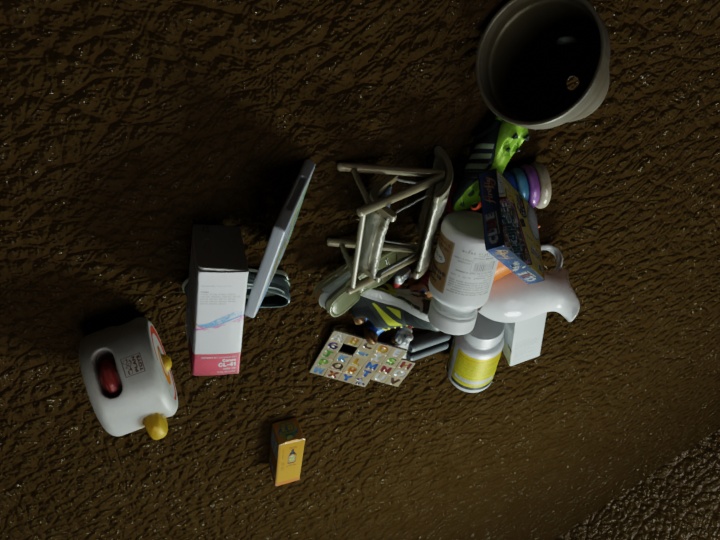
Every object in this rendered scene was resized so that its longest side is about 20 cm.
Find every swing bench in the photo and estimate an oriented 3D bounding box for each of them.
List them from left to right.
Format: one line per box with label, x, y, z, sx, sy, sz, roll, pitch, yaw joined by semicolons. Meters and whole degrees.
swing bench;0.059;-0.086;1.453;0.197;0.131;0.201;-10;140;-17

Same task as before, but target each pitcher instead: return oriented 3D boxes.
pitcher;0.331;0.022;1.731;0.196;0.174;0.122;1;149;-10

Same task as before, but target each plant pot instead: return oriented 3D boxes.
plant pot;0.298;-0.305;1.289;0.200;0.201;0.173;-42;157;24

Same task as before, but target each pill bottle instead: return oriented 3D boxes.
pill bottle;0.181;0.007;1.513;0.113;0.115;0.203;-4;122;-24
pill bottle;0.259;0.174;1.899;0.112;0.115;0.201;-13;143;-14

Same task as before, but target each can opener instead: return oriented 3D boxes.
can opener;0.108;0.165;1.859;0.197;0.067;0.053;-12;133;-27

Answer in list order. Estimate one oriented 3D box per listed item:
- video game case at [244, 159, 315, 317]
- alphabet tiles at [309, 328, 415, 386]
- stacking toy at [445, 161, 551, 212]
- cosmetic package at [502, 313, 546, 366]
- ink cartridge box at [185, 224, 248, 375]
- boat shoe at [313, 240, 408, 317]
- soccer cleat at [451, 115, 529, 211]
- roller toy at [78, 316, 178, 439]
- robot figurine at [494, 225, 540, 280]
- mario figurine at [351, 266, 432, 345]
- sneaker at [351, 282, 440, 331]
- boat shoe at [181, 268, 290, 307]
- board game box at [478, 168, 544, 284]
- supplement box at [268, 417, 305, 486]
video game case;-0.129;-0.051;1.363;0.022;0.183;0.201;22;132;-3
alphabet tiles;0.008;0.197;1.804;0.197;0.008;0.168;17;138;-13
stacking toy;0.240;-0.141;1.537;0.197;0.086;0.086;-10;142;-8
cosmetic package;0.347;0.106;1.868;0.080;0.114;0.201;-19;142;-6
ink cartridge box;-0.237;0.048;1.388;0.084;0.148;0.203;2;122;-17
boat shoe;0.000;0.000;1.578;0.199;0.068;0.075;-35;143;-21
soccer cleat;0.212;-0.189;1.447;0.067;0.082;0.201;3;133;-40
roller toy;-0.397;0.183;1.482;0.138;0.201;0.185;-19;124;-7
robot figurine;0.250;-0.042;1.628;0.198;0.118;0.144;-28;141;7
mario figurine;0.082;0.072;1.683;0.198;0.107;0.123;-31;142;12
sneaker;0.070;0.079;1.632;0.074;0.198;0.086;-37;146;-59
boat shoe;-0.216;0.037;1.507;0.197;0.062;0.073;-1;142;-27
board game box;0.258;-0.070;1.443;0.034;0.138;0.199;-14;156;27
supplement box;-0.177;0.433;2.019;0.065;0.069;0.201;-10;143;-18
